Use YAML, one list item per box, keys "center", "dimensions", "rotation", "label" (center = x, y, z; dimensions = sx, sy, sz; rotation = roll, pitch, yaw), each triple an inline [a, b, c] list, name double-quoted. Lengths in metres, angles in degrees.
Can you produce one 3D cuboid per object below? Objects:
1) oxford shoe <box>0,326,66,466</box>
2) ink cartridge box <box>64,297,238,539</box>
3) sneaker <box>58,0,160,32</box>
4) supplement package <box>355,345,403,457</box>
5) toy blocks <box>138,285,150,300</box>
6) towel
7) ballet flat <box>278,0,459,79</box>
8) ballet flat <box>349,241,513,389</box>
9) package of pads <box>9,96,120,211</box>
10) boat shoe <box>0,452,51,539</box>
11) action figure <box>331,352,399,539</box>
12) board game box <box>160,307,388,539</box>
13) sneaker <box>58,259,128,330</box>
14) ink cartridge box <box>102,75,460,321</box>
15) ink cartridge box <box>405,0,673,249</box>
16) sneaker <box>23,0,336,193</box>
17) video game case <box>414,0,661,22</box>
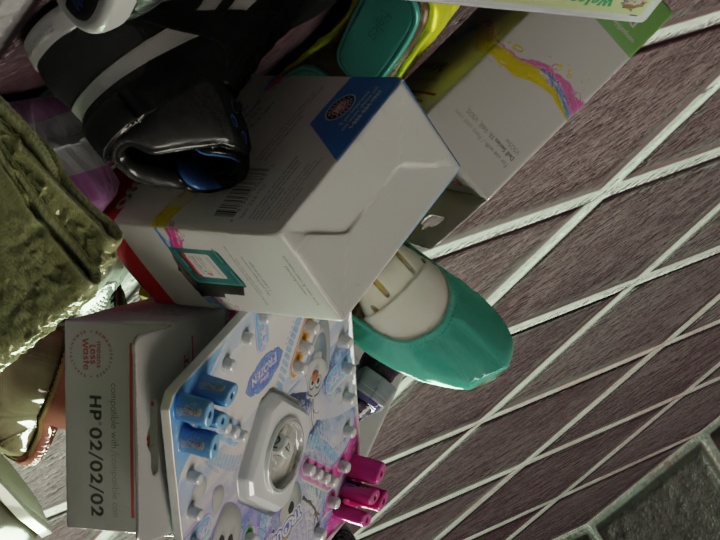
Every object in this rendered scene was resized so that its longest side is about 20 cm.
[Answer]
- center: [-0.200, 0.061, 1.603]
  dimensions: [0.075, 0.071, 0.200]
  rotation: [19, 159, -10]
  label: "oxford shoe"
- center: [-0.105, 0.076, 1.524]
  dimensions: [0.068, 0.115, 0.200]
  rotation: [2, -174, 22]
  label: "ink cartridge box"
- center: [-0.063, -0.183, 1.248]
  dimensions: [0.112, 0.073, 0.200]
  rotation: [-27, 174, -31]
  label: "sneaker"
- center: [-0.056, 0.076, 1.845]
  dimensions: [0.120, 0.121, 0.200]
  rotation: [-29, -150, 55]
  label: "supplement package"
- center: [-0.101, 0.019, 1.737]
  dimensions: [0.100, 0.200, 0.137]
  rotation: [21, 148, -13]
  label: "toy blocks"
- center: [-0.217, -0.007, 1.393]
  dimensions: [0.200, 0.148, 0.036]
  rotation: [-40, 177, 30]
  label: "towel"
- center: [0.003, -0.120, 1.648]
  dimensions: [0.067, 0.067, 0.200]
  rotation: [-37, 173, -44]
  label: "ballet flat"
- center: [0.000, 0.000, 1.619]
  dimensions: [0.067, 0.200, 0.070]
  rotation: [-50, 153, -11]
  label: "ballet flat"
- center: [-0.231, -0.009, 1.494]
  dimensions: [0.200, 0.076, 0.120]
  rotation: [-40, 165, 33]
  label: "package of pads"
- center: [-0.235, 0.114, 1.552]
  dimensions: [0.060, 0.072, 0.202]
  rotation: [-40, 150, -1]
  label: "boat shoe"
- center: [-0.038, 0.121, 1.685]
  dimensions: [0.069, 0.130, 0.200]
  rotation: [-12, -136, 55]
  label: "action figure"
- center: [-0.041, 0.101, 1.537]
  dimensions: [0.200, 0.026, 0.200]
  rotation: [-48, 143, -48]
  label: "board game box"
- center: [-0.169, 0.007, 1.657]
  dimensions: [0.082, 0.078, 0.200]
  rotation: [2, 160, -25]
  label: "sneaker"
- center: [-0.059, -0.042, 1.492]
  dimensions: [0.200, 0.067, 0.116]
  rotation: [5, -130, 49]
  label: "ink cartridge box"
- center: [0.078, -0.106, 1.663]
  dimensions: [0.200, 0.067, 0.117]
  rotation: [-45, -167, -7]
  label: "ink cartridge box"
- center: [-0.071, -0.097, 1.454]
  dimensions: [0.200, 0.112, 0.073]
  rotation: [-20, 163, -40]
  label: "sneaker"
- center: [0.110, -0.202, 1.503]
  dimensions: [0.200, 0.022, 0.182]
  rotation: [2, 146, -28]
  label: "video game case"
